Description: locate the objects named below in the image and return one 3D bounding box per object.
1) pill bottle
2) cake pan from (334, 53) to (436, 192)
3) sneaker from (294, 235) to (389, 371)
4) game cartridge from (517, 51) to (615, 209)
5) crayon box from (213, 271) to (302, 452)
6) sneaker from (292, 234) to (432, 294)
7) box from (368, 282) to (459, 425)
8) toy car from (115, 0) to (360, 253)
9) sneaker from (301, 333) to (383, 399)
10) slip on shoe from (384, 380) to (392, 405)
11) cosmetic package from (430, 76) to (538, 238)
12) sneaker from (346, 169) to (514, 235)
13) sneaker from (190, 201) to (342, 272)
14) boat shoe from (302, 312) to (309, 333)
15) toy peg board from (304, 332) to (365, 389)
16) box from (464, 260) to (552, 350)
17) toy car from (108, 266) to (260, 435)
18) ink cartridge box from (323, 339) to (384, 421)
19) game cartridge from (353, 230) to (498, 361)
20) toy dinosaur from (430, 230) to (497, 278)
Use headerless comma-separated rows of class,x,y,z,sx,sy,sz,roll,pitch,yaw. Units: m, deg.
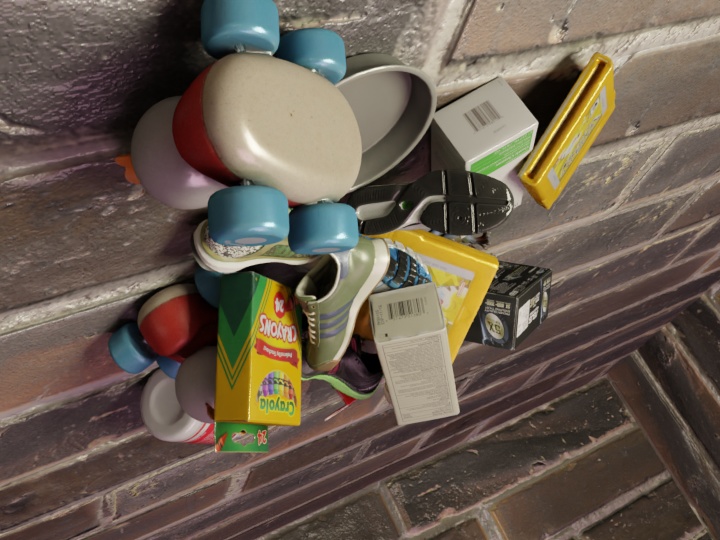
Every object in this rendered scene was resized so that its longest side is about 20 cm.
pill bottle,-0.245,0.215,1.181,0.111,0.113,0.200,-33,156,10
cake pan,-0.012,-0.153,0.800,0.198,0.037,0.201,-25,157,-11
sneaker,-0.046,0.037,0.912,0.089,0.067,0.202,8,124,-33
game cartridge,0.280,-0.174,0.994,0.178,0.032,0.200,-59,159,7
crayon box,-0.119,0.114,0.896,0.050,0.204,0.127,-5,167,22
sneaker,0.000,0.000,0.990,0.197,0.076,0.087,23,132,-10
box,0.073,0.116,0.992,0.093,0.079,0.202,-11,138,3
toy car,-0.119,-0.104,0.653,0.198,0.188,0.176,-9,172,35
sneaker,-0.041,0.114,1.040,0.198,0.077,0.084,24,116,-39
slip on shoe,0.094,0.159,1.257,0.200,0.075,0.062,-39,139,-57
cosmetic package,0.153,-0.139,0.963,0.107,0.085,0.201,-30,156,-6
sneaker,0.090,-0.086,0.910,0.197,0.077,0.115,-2,-170,17
sneaker,-0.089,-0.050,0.853,0.198,0.078,0.089,-16,167,-31
boat shoe,-0.026,0.044,1.137,0.197,0.062,0.076,-15,127,-27
toy peg board,0.018,0.106,1.285,0.197,0.099,0.200,-18,154,-27
box,0.207,0.047,1.228,0.199,0.161,0.088,-25,121,-59
toy car,-0.185,0.124,0.954,0.183,0.202,0.177,-34,157,13
ink cartridge box,0.010,0.150,1.174,0.199,0.068,0.116,-35,172,-5
game cartridge,0.070,0.030,1.056,0.197,0.033,0.178,17,114,-10
toy dinosaur,0.125,-0.013,1.191,0.178,0.107,0.200,-7,164,-5
